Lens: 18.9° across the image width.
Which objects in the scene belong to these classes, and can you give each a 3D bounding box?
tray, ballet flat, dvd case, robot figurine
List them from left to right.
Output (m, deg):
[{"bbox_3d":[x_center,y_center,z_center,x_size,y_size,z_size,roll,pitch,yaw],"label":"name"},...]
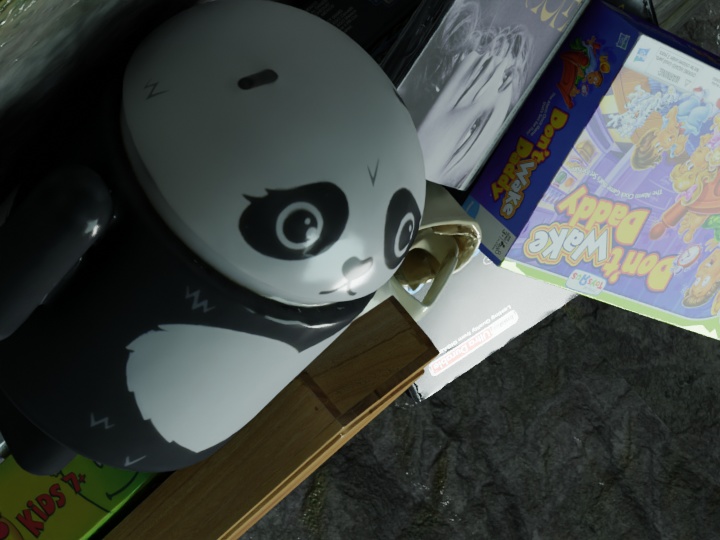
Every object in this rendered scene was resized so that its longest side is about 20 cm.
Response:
[{"bbox_3d":[-0.063,-0.005,0.774,0.200,0.125,0.150,-44,-166,34],"label":"robot figurine"},{"bbox_3d":[-0.059,0.096,0.908,0.200,0.037,0.099,-42,175,29],"label":"tray"},{"bbox_3d":[0.000,0.000,0.956,0.069,0.070,0.200,-44,173,29],"label":"ballet flat"},{"bbox_3d":[0.060,-0.106,0.950,0.149,0.016,0.200,-57,166,8],"label":"dvd case"}]

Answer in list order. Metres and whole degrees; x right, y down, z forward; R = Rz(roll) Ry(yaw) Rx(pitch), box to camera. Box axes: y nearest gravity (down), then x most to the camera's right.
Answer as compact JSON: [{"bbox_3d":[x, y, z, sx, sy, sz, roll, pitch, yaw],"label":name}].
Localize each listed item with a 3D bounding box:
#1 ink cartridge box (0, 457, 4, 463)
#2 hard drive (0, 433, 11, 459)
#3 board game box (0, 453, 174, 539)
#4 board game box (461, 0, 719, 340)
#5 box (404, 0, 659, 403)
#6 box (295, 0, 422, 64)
[{"bbox_3d":[-0.164,0.159,1.024,0.094,0.200,0.044,-43,176,12],"label":"ink cartridge box"},{"bbox_3d":[-0.083,0.013,0.954,0.200,0.027,0.132,-41,174,-8],"label":"hard drive"},{"bbox_3d":[-0.132,0.104,0.929,0.200,0.048,0.102,-42,173,15],"label":"board game box"},{"bbox_3d":[0.158,-0.047,1.116,0.200,0.045,0.135,17,111,-43],"label":"board game box"},{"bbox_3d":[0.072,-0.056,1.115,0.200,0.050,0.199,-32,133,-9],"label":"box"},{"bbox_3d":[0.009,-0.116,0.966,0.200,0.035,0.110,-42,176,-9],"label":"box"}]
